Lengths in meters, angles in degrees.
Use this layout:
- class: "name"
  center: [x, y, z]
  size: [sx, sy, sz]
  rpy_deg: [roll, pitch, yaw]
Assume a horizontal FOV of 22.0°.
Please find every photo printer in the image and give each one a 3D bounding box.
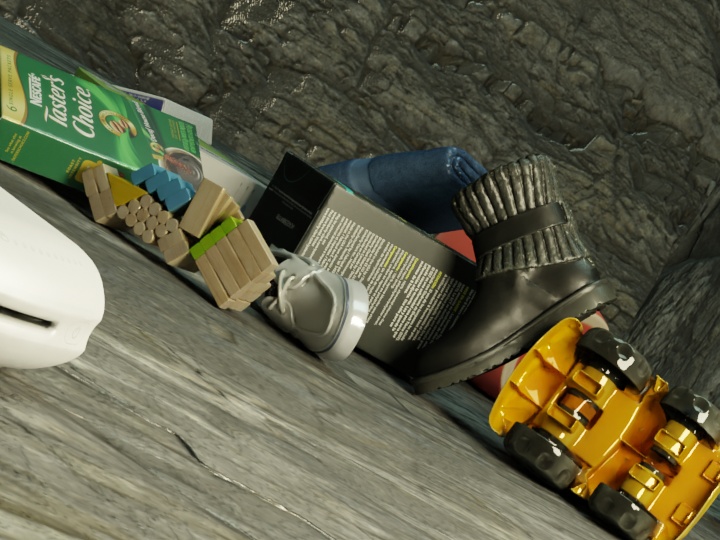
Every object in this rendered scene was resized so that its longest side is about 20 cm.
- class: "photo printer"
  center: [-0.220, -0.027, 0.845]
  size: [0.200, 0.070, 0.166]
  rpy_deg: [34, 5, 35]

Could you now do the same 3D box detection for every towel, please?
- class: "towel"
  center: [0.039, -0.078, 1.850]
  size: [0.200, 0.049, 0.112]
  rpy_deg: [-6, -33, 38]

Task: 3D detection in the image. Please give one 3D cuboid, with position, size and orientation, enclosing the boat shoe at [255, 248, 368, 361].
- class: "boat shoe"
  center: [-0.054, 0.025, 1.559]
  size: [0.065, 0.074, 0.200]
  rpy_deg: [19, 1, -23]

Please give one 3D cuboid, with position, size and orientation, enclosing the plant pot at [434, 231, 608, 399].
- class: "plant pot"
  center: [0.174, 0.056, 2.069]
  size: [0.200, 0.201, 0.177]
  rpy_deg: [28, 15, -43]

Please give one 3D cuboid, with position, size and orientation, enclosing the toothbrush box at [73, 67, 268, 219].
- class: "toothbrush box"
  center: [-0.208, -0.109, 1.854]
  size: [0.145, 0.086, 0.200]
  rpy_deg: [28, 4, -42]

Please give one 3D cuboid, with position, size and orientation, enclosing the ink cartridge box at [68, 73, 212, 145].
- class: "ink cartridge box"
  center: [-0.291, -0.199, 2.317]
  size: [0.199, 0.041, 0.200]
  rpy_deg: [15, -3, 19]

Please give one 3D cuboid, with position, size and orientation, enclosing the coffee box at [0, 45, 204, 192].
- class: "coffee box"
  center: [-0.232, -0.115, 1.610]
  size: [0.200, 0.044, 0.123]
  rpy_deg: [22, 30, -25]

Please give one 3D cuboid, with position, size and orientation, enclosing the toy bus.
- class: "toy bus"
  center: [0.229, 0.162, 1.636]
  size: [0.200, 0.136, 0.192]
  rpy_deg: [35, -11, 22]

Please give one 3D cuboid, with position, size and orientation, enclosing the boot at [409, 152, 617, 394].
- class: "boot"
  center: [0.111, 0.005, 1.676]
  size: [0.158, 0.211, 0.079]
  rpy_deg: [61, 4, 8]

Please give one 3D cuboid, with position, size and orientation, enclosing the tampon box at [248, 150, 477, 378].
- class: "tampon box"
  center: [0.000, 0.000, 1.764]
  size: [0.200, 0.126, 0.150]
  rpy_deg: [30, 3, -25]

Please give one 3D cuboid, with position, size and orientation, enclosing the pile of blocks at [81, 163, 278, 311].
- class: "pile of blocks"
  center: [-0.138, -0.039, 1.527]
  size: [0.200, 0.082, 0.062]
  rpy_deg: [33, 4, 25]
